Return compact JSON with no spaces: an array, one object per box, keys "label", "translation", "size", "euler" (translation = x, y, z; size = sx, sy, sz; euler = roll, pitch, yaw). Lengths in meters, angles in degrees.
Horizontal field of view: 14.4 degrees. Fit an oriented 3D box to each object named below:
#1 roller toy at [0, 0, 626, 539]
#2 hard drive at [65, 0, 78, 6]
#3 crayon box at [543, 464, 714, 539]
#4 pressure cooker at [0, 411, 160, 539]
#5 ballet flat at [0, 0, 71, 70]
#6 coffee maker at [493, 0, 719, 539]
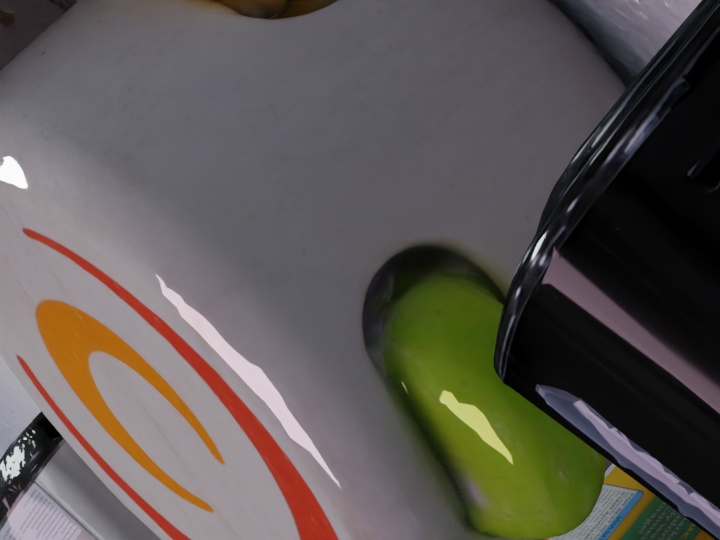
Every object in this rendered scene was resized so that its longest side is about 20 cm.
[{"label":"roller toy","translation":[-0.009,-0.008,0.742],"size":[0.200,0.140,0.183],"euler":[43,158,8]},{"label":"hard drive","translation":[-0.150,-0.164,0.927],"size":[0.200,0.027,0.132],"euler":[41,169,10]},{"label":"crayon box","translation":[0.086,0.086,0.799],"size":[0.052,0.126,0.200],"euler":[44,169,-12]},{"label":"pressure cooker","translation":[-0.064,0.129,1.345],"size":[0.200,0.179,0.176],"euler":[41,166,8]},{"label":"ballet flat","translation":[-0.179,-0.087,0.949],"size":[0.199,0.068,0.046],"euler":[11,-161,-16]},{"label":"coffee maker","translation":[0.134,0.019,0.451],"size":[0.200,0.135,0.192],"euler":[39,145,8]}]
